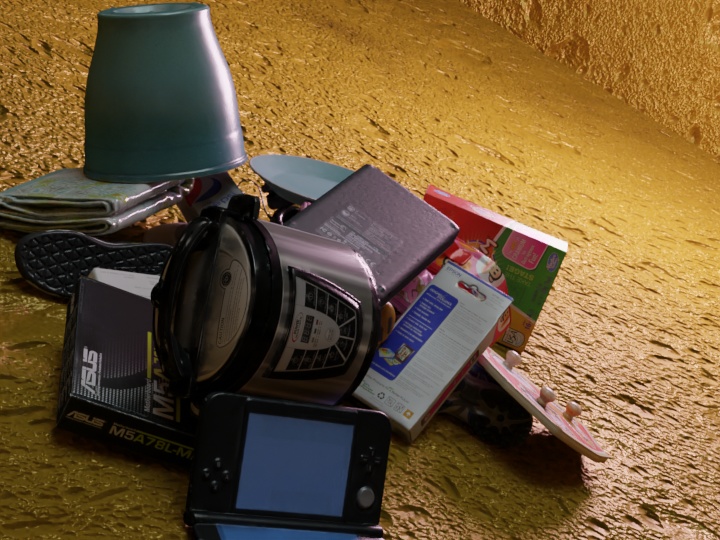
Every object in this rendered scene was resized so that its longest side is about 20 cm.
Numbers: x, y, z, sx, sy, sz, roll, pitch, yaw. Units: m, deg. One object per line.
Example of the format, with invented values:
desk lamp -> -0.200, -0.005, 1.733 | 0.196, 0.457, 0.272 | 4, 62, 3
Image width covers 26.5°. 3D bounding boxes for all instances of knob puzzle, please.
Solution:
knob puzzle -> 0.212, 0.148, 1.731 | 0.219, 0.031, 0.220 | 40, 7, -5

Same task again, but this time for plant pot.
plant pot -> -0.239, -0.217, 1.811 | 0.197, 0.191, 0.200 | -3, 16, 1

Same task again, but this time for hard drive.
hard drive -> 0.011, -0.040, 1.708 | 0.139, 0.033, 0.200 | 35, 37, 12

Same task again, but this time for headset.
headset -> -0.102, -0.073, 1.983 | 0.199, 0.125, 0.094 | 20, 35, 39

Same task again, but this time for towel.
towel -> -0.312, -0.083, 1.784 | 0.169, 0.049, 0.200 | 3, 17, 21

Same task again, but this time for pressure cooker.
pressure cooker -> -0.102, 0.042, 1.425 | 0.198, 0.179, 0.177 | 15, 40, -40

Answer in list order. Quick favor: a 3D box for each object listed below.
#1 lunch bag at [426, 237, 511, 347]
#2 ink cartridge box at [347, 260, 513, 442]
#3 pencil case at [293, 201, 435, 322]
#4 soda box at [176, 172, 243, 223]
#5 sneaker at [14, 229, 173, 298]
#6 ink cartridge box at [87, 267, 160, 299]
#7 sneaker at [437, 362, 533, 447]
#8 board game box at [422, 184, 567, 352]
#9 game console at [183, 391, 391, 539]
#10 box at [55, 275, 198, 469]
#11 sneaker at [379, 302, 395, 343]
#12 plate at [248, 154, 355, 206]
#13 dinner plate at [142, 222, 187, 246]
lunch bag -> 0.090, 0.005, 1.878 | 0.199, 0.177, 0.082 | 30, 62, 29
ink cartridge box -> 0.076, 0.087, 1.687 | 0.094, 0.200, 0.037 | 31, -22, 24
pencil case -> 0.000, 0.000, 1.771 | 0.198, 0.083, 0.087 | 29, 59, -12
soda box -> -0.178, -0.074, 1.861 | 0.063, 0.069, 0.200 | -19, 34, -13
sneaker -> -0.293, -0.001, 1.690 | 0.198, 0.073, 0.082 | 8, -5, -32
ink cartridge box -> -0.195, 0.089, 1.593 | 0.161, 0.057, 0.201 | 8, 45, -34
sneaker -> 0.111, 0.131, 1.756 | 0.199, 0.078, 0.085 | 35, 15, 7
board game box -> 0.151, -0.002, 1.995 | 0.198, 0.155, 0.040 | 22, 20, 2
game console -> -0.042, 0.206, 1.340 | 0.198, 0.173, 0.118 | 10, -3, -31
box -> -0.193, 0.104, 1.474 | 0.191, 0.048, 0.201 | 23, 27, -19
sneaker -> -0.064, 0.041, 1.674 | 0.197, 0.076, 0.088 | 8, 22, -21
plate -> -0.042, -0.098, 1.855 | 0.197, 0.026, 0.200 | 14, 17, -4
dinner plate -> -0.171, -0.017, 1.886 | 0.198, 0.024, 0.201 | 20, 19, -7
